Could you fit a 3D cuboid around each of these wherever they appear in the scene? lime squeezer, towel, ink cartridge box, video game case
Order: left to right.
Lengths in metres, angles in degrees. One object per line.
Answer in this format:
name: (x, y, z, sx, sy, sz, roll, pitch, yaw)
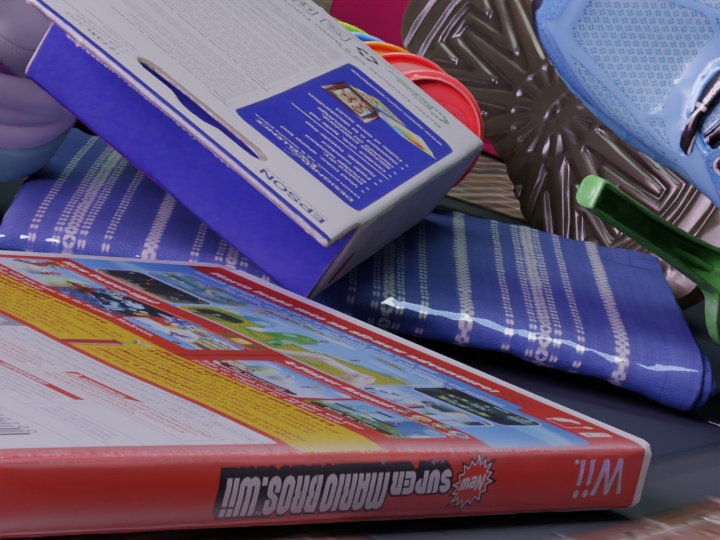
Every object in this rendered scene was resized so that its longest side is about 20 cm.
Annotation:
video game case: (-0.052, 0.022, 0.551, 0.143, 0.017, 0.200, 22, 12, 40)
ink cartridge box: (-0.028, -0.041, 0.711, 0.095, 0.037, 0.200, 39, 14, 4)
towel: (0.000, 0.000, 0.766, 0.200, 0.024, 0.145, 12, 12, -3)
lime squeezer: (0.131, 0.019, 0.753, 0.200, 0.038, 0.071, 27, 15, -19)

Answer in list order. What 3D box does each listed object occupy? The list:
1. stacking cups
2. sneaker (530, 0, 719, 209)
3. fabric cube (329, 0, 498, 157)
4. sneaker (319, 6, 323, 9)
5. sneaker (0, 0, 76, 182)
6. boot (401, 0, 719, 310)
stacking cups: (0.003, -0.057, 0.910, 0.060, 0.061, 0.200, 11, 4, -16)
sneaker: (0.135, -0.030, 0.699, 0.200, 0.078, 0.090, 32, 18, 4)
fabric cube: (0.124, -0.157, 1.317, 0.200, 0.200, 0.196, 7, 11, -34)
sneaker: (-0.043, -0.117, 1.186, 0.200, 0.085, 0.073, 14, 7, -9)
sneaker: (-0.136, -0.093, 0.667, 0.200, 0.140, 0.078, -6, 47, -47)
boot: (0.122, -0.033, 0.969, 0.200, 0.066, 0.175, 23, 26, -51)
